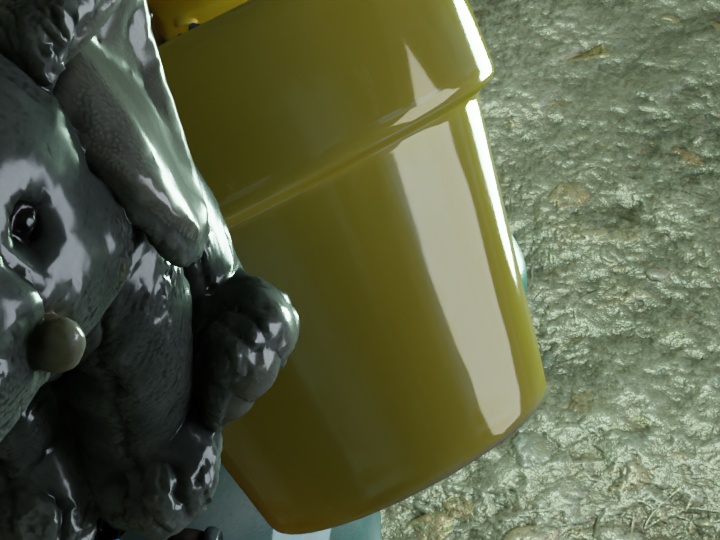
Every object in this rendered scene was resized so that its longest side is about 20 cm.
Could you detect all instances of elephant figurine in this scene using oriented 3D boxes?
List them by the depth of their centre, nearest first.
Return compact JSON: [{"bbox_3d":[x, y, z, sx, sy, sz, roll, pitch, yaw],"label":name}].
[{"bbox_3d":[-0.086,-0.015,0.376,0.142,0.155,0.200,-50,161,-15],"label":"elephant figurine"}]

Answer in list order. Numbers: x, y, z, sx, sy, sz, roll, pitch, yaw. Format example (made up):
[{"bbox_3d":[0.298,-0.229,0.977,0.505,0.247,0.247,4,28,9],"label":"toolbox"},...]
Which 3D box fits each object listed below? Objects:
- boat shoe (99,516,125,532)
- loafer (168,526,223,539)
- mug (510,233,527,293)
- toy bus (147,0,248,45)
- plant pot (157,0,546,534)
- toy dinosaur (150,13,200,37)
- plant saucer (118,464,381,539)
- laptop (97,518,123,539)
[{"bbox_3d":[-0.117,0.066,0.726,0.068,0.072,0.200,54,-2,18],"label":"boat shoe"},{"bbox_3d":[-0.097,0.208,0.701,0.072,0.062,0.202,-48,145,-87],"label":"loafer"},{"bbox_3d":[0.000,0.004,0.892,0.152,0.184,0.116,-27,136,-63],"label":"mug"},{"bbox_3d":[-0.071,-0.164,0.883,0.192,0.134,0.202,62,8,-75],"label":"toy bus"},{"bbox_3d":[-0.020,-0.008,0.661,0.190,0.199,0.201,64,3,-5],"label":"plant pot"},{"bbox_3d":[-0.107,-0.040,0.820,0.201,0.104,0.183,-106,-151,-49],"label":"toy dinosaur"},{"bbox_3d":[-0.054,0.177,0.795,0.039,0.200,0.203,33,-42,40],"label":"plant saucer"},{"bbox_3d":[-0.089,0.065,0.915,0.103,0.199,0.179,18,62,-43],"label":"laptop"}]
